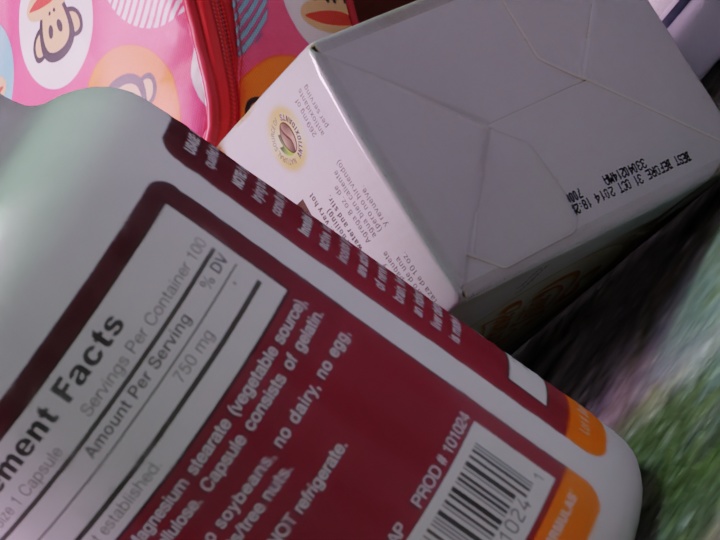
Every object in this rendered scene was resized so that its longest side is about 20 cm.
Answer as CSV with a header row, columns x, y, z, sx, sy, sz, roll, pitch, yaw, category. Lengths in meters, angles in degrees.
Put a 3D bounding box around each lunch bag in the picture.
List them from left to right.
x,y,z,sx,sy,sz,roll,pitch,yaw,category
-0.090,-0.084,0.953,0.200,0.082,0.176,-28,70,46,lunch bag

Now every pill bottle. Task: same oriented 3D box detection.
x,y,z,sx,sy,sz,roll,pitch,yaw,category
-0.045,0.032,0.653,0.113,0.200,0.113,-53,8,11,pill bottle

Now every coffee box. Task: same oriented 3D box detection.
x,y,z,sx,sy,sz,roll,pitch,yaw,category
0.000,0.000,0.816,0.114,0.080,0.200,-24,-12,-38,coffee box

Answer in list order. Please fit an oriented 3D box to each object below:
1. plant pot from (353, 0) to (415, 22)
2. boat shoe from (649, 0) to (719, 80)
x,y,z,sx,sy,sz,roll,pitch,yaw,category
-0.013,-0.097,1.080,0.201,0.201,0.195,-55,17,-5,plant pot
0.099,-0.135,0.899,0.075,0.086,0.202,-45,13,49,boat shoe
